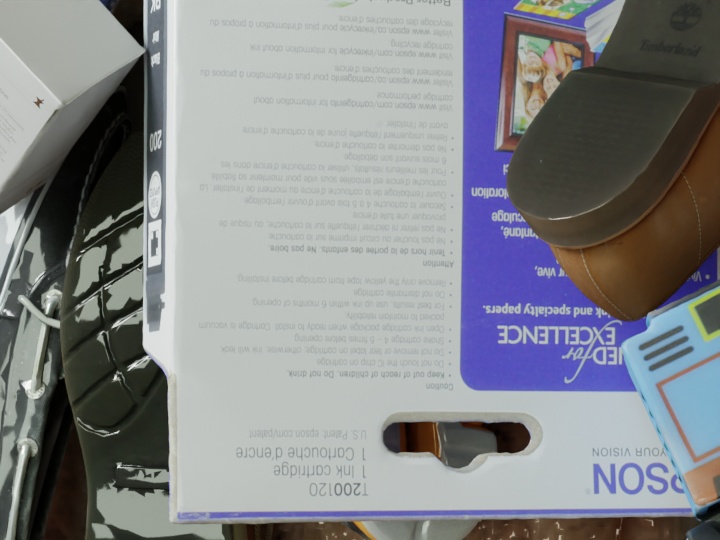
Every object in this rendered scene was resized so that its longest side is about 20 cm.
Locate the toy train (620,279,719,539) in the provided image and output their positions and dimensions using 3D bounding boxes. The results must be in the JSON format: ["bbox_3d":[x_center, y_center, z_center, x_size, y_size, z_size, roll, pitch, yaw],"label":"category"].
[{"bbox_3d":[0.180,0.032,0.734,0.199,0.087,0.115,-26,80,5],"label":"toy train"}]

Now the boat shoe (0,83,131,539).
[{"bbox_3d":[-0.115,0.022,0.894,0.068,0.074,0.201,19,81,10],"label":"boat shoe"}]

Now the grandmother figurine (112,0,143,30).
[{"bbox_3d":[-0.080,-0.153,0.902,0.198,0.061,0.122,7,117,22],"label":"grandmother figurine"}]

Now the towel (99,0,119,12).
[{"bbox_3d":[-0.174,-0.134,0.830,0.200,0.024,0.145,39,114,9],"label":"towel"}]

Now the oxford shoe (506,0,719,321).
[{"bbox_3d":[0.125,-0.068,0.778,0.200,0.071,0.071,-49,40,-17],"label":"oxford shoe"}]

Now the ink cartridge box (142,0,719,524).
[{"bbox_3d":[0.027,-0.018,0.788,0.196,0.043,0.202,2,84,-17],"label":"ink cartridge box"}]

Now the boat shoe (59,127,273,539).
[{"bbox_3d":[-0.064,0.045,0.863,0.075,0.074,0.202,7,100,13],"label":"boat shoe"}]

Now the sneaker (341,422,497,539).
[{"bbox_3d":[0.000,0.000,0.843,0.078,0.077,0.202,2,82,-19],"label":"sneaker"}]

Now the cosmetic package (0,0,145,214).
[{"bbox_3d":[-0.166,-0.115,0.788,0.200,0.051,0.083,48,136,2],"label":"cosmetic package"}]
